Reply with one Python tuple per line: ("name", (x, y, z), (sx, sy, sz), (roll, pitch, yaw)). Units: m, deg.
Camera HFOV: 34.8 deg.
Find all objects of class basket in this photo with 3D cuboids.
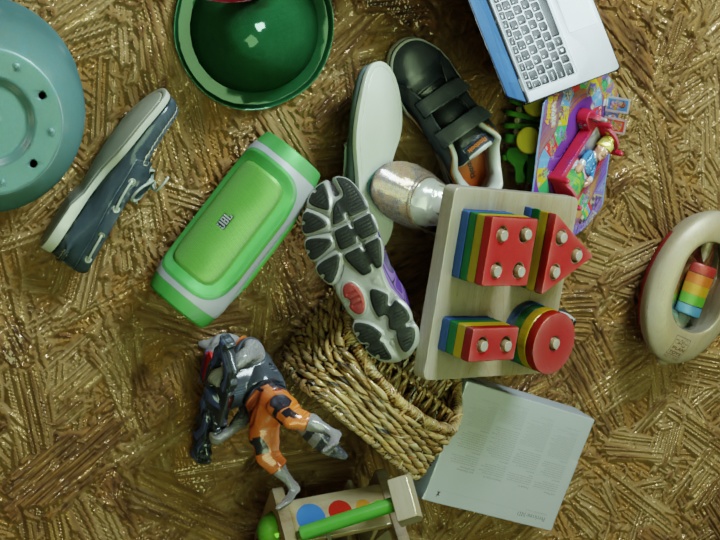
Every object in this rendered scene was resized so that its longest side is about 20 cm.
("basket", (0.032, 0.113, 1.264), (0.200, 0.143, 0.149), (43, 86, -26))

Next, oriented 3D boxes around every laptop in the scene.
("laptop", (0.182, -0.284, 1.206), (0.197, 0.116, 0.190), (-21, 89, -16))

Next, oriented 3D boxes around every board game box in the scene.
("board game box", (0.260, -0.130, 1.316), (0.157, 0.039, 0.204), (-11, 112, -46))

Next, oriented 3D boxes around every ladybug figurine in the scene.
("ladybug figurine", (0.405, 0.019, 1.433), (0.134, 0.072, 0.203), (22, 94, -26))

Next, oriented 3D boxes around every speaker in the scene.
("speaker", (-0.129, -0.042, 1.190), (0.088, 0.088, 0.201), (39, 87, -26))

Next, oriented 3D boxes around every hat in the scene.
("hat", (-0.090, -0.227, 1.106), (0.197, 0.176, 0.168), (-17, 110, -17))

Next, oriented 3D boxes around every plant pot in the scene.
("plant pot", (-0.340, -0.143, 1.035), (0.197, 0.161, 0.204), (-6, 107, -20))

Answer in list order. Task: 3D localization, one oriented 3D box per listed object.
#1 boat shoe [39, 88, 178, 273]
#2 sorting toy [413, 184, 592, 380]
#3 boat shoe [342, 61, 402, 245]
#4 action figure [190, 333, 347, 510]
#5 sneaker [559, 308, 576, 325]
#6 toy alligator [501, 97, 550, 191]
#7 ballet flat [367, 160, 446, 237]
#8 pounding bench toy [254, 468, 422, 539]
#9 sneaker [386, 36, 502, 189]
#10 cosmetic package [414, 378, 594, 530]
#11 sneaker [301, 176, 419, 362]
("boat shoe", (-0.238, -0.087, 1.139), (0.062, 0.075, 0.201), (36, 90, -24))
("sorting toy", (0.164, 0.020, 1.220), (0.196, 0.069, 0.204), (1, 102, -40))
("boat shoe", (0.000, -0.123, 1.232), (0.072, 0.061, 0.204), (-15, 113, -44))
("action figure", (-0.111, 0.152, 1.216), (0.104, 0.194, 0.201), (-23, 156, -36))
("sneaker", (0.174, 0.056, 1.349), (0.198, 0.080, 0.074), (2, 132, -40))
("toy alligator", (0.186, -0.145, 1.314), (0.053, 0.059, 0.204), (13, 103, 18))
("ballet flat", (0.090, -0.066, 1.250), (0.199, 0.067, 0.069), (21, 87, -47))
("pounding bench toy", (-0.030, 0.292, 1.245), (0.153, 0.126, 0.201), (-5, 143, -21))
("sneaker", (0.102, -0.165, 1.258), (0.078, 0.079, 0.201), (-36, 112, -9))
("cosmetic package", (0.172, 0.222, 1.402), (0.197, 0.052, 0.153), (19, 94, -26))
("sneaker", (0.000, 0.000, 1.201), (0.079, 0.083, 0.203), (-21, 98, 9))
